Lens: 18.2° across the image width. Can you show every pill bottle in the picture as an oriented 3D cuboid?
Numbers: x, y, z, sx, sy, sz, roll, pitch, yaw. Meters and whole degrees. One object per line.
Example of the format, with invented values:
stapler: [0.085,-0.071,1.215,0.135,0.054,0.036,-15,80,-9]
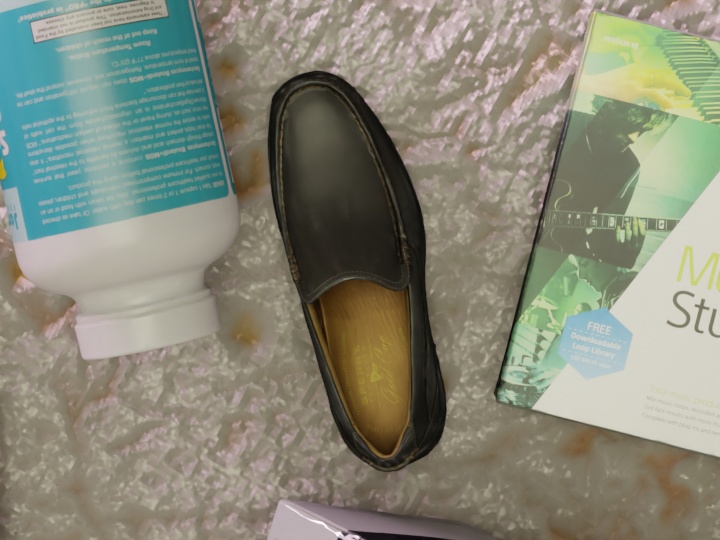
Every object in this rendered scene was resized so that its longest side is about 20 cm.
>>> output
pill bottle: [-0.121,-0.062,1.072,0.110,0.111,0.201,-12,93,2]

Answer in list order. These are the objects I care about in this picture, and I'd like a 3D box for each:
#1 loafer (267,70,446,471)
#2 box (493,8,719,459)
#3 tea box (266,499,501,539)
loafer: [0.000,0.000,1.092,0.072,0.072,0.201,-17,92,4]
box: [0.158,-0.015,1.105,0.143,0.036,0.201,13,93,0]
tea box: [0.038,0.234,1.031,0.196,0.133,0.201,23,97,45]
